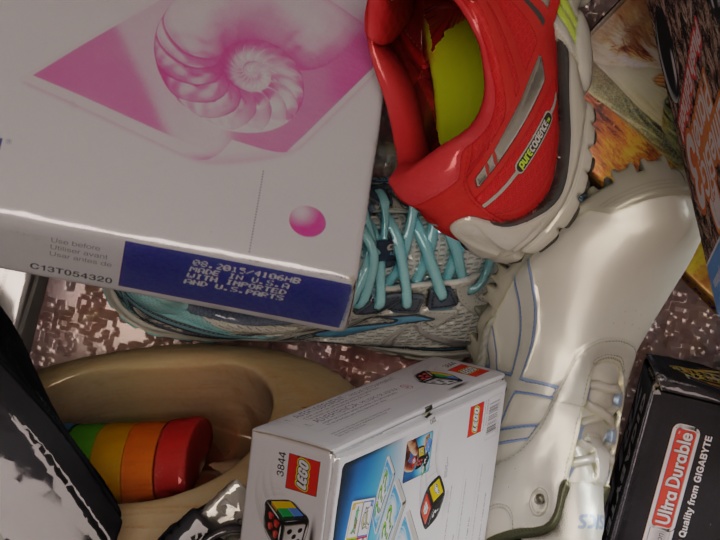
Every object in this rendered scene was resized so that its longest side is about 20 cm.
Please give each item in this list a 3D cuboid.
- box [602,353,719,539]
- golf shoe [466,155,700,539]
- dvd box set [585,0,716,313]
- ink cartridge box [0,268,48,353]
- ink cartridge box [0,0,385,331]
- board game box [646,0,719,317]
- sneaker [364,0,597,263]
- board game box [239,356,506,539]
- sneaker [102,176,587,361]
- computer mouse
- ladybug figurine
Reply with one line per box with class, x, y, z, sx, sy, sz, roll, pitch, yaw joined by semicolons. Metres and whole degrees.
box;0.179;0.151;0.906;0.197;0.050;0.202;14;101;-2
golf shoe;0.075;0.055;0.875;0.201;0.078;0.097;-55;51;22
dvd box set;0.179;-0.044;0.928;0.146;0.029;0.200;-44;90;0
ink cartridge box;-0.212;-0.044;0.906;0.198;0.068;0.117;15;90;-1
ink cartridge box;-0.086;-0.085;0.862;0.195;0.043;0.201;10;56;-4
board game box;0.148;-0.105;0.759;0.096;0.160;0.202;-11;75;-2
sneaker;0.039;-0.104;0.847;0.077;0.085;0.201;-23;58;36
board game box;-0.003;0.139;0.815;0.034;0.126;0.202;14;105;27
sneaker;0.000;0.000;0.898;0.198;0.086;0.078;-5;90;-3
computer mouse;-0.133;0.069;0.811;0.138;0.053;0.200;-44;65;3
ladybug figurine;-0.083;0.088;0.884;0.198;0.136;0.072;-2;125;22
